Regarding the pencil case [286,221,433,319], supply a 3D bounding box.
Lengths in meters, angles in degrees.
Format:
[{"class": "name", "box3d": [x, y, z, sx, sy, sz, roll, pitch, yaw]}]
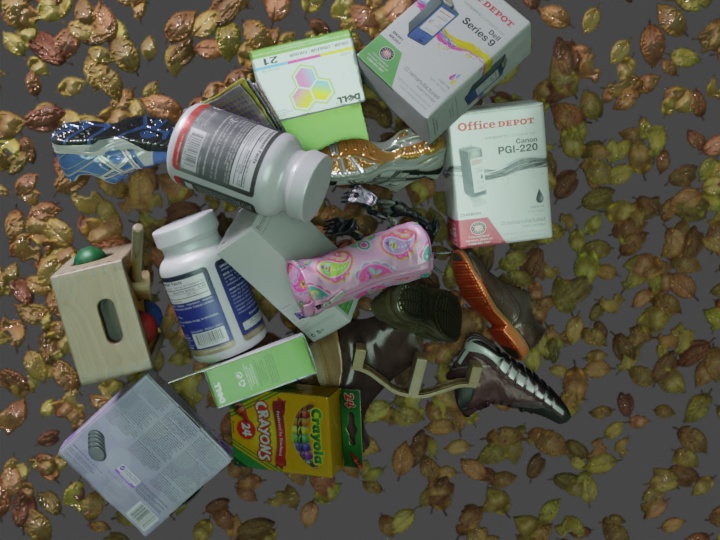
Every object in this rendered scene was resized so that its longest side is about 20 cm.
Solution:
[{"class": "pencil case", "box3d": [0.000, 0.000, 1.356, 0.199, 0.087, 0.088, -19, 103, -18]}]

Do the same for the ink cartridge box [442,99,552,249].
[{"class": "ink cartridge box", "box3d": [0.197, -0.142, 1.470, 0.145, 0.085, 0.201, -7, 100, -4]}]

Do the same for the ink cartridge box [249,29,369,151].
[{"class": "ink cartridge box", "box3d": [-0.064, -0.227, 1.433, 0.147, 0.076, 0.201, -14, 101, -2]}]

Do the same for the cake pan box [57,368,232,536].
[{"class": "cake pan box", "box3d": [-0.319, 0.276, 1.523, 0.184, 0.052, 0.200, -42, 101, 6]}]

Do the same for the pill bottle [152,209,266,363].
[{"class": "pill bottle", "box3d": [-0.220, 0.021, 1.448, 0.115, 0.116, 0.201, -20, 102, -1]}]

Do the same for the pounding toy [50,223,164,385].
[{"class": "pounding toy", "box3d": [-0.337, 0.034, 1.405, 0.142, 0.184, 0.201, -14, 102, -2]}]

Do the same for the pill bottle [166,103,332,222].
[{"class": "pill bottle", "box3d": [-0.147, -0.140, 1.345, 0.199, 0.116, 0.116, 21, 99, 12]}]

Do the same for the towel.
[{"class": "towel", "box3d": [-0.159, -0.165, 1.424, 0.143, 0.023, 0.200, -16, 113, 34]}]

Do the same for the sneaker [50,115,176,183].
[{"class": "sneaker", "box3d": [-0.334, -0.170, 1.433, 0.199, 0.076, 0.077, -1, 127, -7]}]

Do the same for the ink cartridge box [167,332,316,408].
[{"class": "ink cartridge box", "box3d": [-0.164, 0.149, 1.425, 0.199, 0.104, 0.060, -20, 90, -5]}]

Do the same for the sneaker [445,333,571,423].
[{"class": "sneaker", "box3d": [0.217, 0.197, 1.550, 0.200, 0.076, 0.116, 38, 101, 0]}]

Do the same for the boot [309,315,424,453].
[{"class": "boot", "box3d": [0.024, 0.166, 1.519, 0.166, 0.072, 0.201, -21, 99, 1]}]

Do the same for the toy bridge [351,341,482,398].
[{"class": "toy bridge", "box3d": [0.083, 0.155, 1.488, 0.199, 0.027, 0.068, 10, 110, -9]}]

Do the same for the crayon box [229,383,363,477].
[{"class": "crayon box", "box3d": [-0.096, 0.233, 1.489, 0.199, 0.051, 0.128, 1, 102, 23]}]

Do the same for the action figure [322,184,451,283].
[{"class": "action figure", "box3d": [0.041, -0.054, 1.467, 0.200, 0.102, 0.119, 29, 83, -39]}]

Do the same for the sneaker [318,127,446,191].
[{"class": "sneaker", "box3d": [0.027, -0.143, 1.443, 0.199, 0.076, 0.088, -9, 143, 1]}]

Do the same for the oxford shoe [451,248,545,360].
[{"class": "oxford shoe", "box3d": [0.208, 0.038, 1.523, 0.073, 0.071, 0.200, -40, 107, -17]}]

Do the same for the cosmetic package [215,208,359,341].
[{"class": "cosmetic package", "box3d": [-0.096, -0.008, 1.433, 0.085, 0.108, 0.200, -29, 117, 36]}]

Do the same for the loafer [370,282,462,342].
[{"class": "loafer", "box3d": [0.085, 0.059, 1.474, 0.067, 0.200, 0.076, -2, 71, 34]}]

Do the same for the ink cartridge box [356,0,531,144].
[{"class": "ink cartridge box", "box3d": [0.117, -0.300, 1.390, 0.200, 0.088, 0.145, -41, 71, -7]}]
